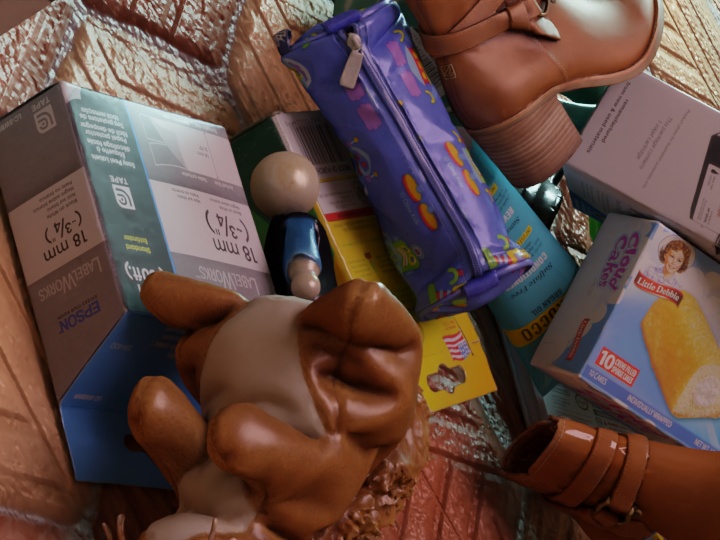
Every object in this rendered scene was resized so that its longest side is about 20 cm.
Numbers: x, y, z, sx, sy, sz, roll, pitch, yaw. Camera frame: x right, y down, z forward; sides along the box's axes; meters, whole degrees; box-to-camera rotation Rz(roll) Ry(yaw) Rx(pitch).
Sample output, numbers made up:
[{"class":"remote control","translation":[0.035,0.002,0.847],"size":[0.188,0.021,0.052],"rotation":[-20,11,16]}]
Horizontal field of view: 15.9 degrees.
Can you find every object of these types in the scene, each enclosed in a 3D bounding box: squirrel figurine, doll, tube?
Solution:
[{"class":"squirrel figurine","translation":[-0.041,0.118,1.280],"size":[0.200,0.142,0.187],"rotation":[47,53,-56]},{"class":"doll","translation":[-0.029,0.031,1.442],"size":[0.136,0.048,0.200],"rotation":[122,-45,-78]},{"class":"tube","translation":[0.098,-0.007,1.660],"size":[0.200,0.077,0.050],"rotation":[51,2,-34]}]

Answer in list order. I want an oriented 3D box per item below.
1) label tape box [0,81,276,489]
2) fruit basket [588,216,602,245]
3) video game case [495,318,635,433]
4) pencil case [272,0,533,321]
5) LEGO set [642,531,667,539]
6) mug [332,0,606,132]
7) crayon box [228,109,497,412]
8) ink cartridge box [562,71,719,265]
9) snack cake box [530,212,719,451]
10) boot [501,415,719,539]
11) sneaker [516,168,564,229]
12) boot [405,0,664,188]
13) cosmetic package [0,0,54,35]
[{"class":"label tape box","translation":[-0.108,0.012,1.362],"size":[0.144,0.063,0.200],"rotation":[12,55,-55]},{"class":"fruit basket","translation":[0.266,0.031,1.863],"size":[0.216,0.156,0.216],"rotation":[24,42,-24]},{"class":"video game case","translation":[0.164,0.084,1.805],"size":[0.200,0.022,0.182],"rotation":[19,49,-52]},{"class":"pencil case","translation":[0.027,-0.068,1.534],"size":[0.200,0.078,0.087],"rotation":[62,-2,1]},{"class":"LEGO set","translation":[0.189,0.256,1.550],"size":[0.200,0.154,0.116],"rotation":[49,15,-45]},{"class":"mug","translation":[0.074,-0.162,1.703],"size":[0.114,0.185,0.152],"rotation":[-56,152,-56]},{"class":"crayon box","translation":[0.000,0.000,1.569],"size":[0.127,0.051,0.200],"rotation":[-11,74,-62]},{"class":"ink cartridge box","translation":[0.241,-0.042,1.691],"size":[0.200,0.084,0.145],"rotation":[29,-5,11]},{"class":"snack cake box","translation":[0.223,0.062,1.678],"size":[0.200,0.067,0.115],"rotation":[32,82,-25]},{"class":"boot","translation":[0.188,0.128,1.593],"size":[0.155,0.200,0.074],"rotation":[30,54,-13]},{"class":"sneaker","translation":[0.094,-0.070,1.770],"size":[0.091,0.076,0.200],"rotation":[31,20,-4]},{"class":"boot","translation":[0.109,-0.168,1.594],"size":[0.155,0.074,0.200],"rotation":[56,45,-26]},{"class":"cosmetic package","translation":[-0.211,-0.219,1.284],"size":[0.165,0.165,0.200],"rotation":[50,30,-21]}]
